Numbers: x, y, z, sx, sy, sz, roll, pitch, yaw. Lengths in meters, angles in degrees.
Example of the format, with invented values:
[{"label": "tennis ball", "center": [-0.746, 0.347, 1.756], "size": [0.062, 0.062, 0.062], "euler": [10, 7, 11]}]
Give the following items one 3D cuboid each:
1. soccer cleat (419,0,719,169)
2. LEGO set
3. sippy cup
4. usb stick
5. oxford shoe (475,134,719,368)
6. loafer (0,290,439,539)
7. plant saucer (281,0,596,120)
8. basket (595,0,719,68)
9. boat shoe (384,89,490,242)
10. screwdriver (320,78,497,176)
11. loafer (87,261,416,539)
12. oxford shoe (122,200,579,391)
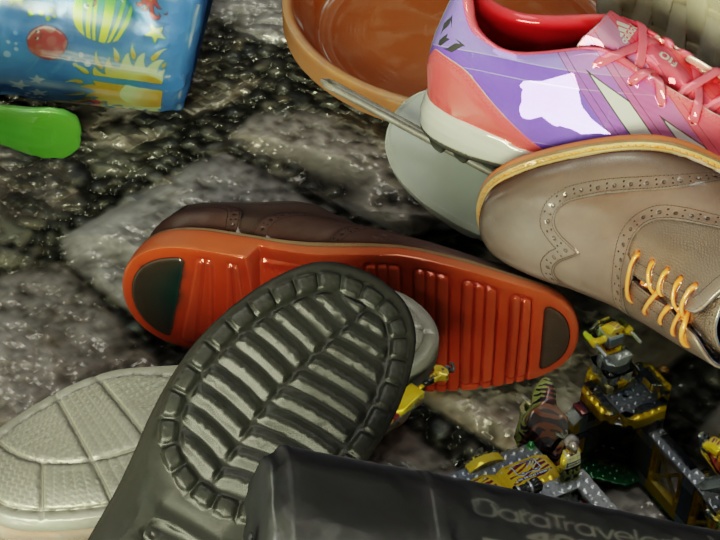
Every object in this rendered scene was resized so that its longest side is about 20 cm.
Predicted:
[{"label": "soccer cleat", "center": [0.124, -0.070, 0.823], "size": [0.199, 0.074, 0.068], "euler": [14, 31, 12]}, {"label": "LEGO set", "center": [0.074, 0.077, 0.726], "size": [0.199, 0.116, 0.154], "euler": [-12, 42, -17]}, {"label": "sippy cup", "center": [-0.140, -0.140, 0.969], "size": [0.130, 0.179, 0.140], "euler": [14, -4, -3]}, {"label": "usb stick", "center": [0.059, 0.095, 0.619], "size": [0.199, 0.033, 0.056], "euler": [12, 37, -16]}, {"label": "oxford shoe", "center": [0.130, -0.004, 0.768], "size": [0.199, 0.072, 0.073], "euler": [9, 33, 27]}, {"label": "loafer", "center": [-0.057, 0.071, 0.776], "size": [0.199, 0.063, 0.072], "euler": [-21, 51, -21]}, {"label": "plant saucer", "center": [0.057, -0.132, 1.037], "size": [0.199, 0.032, 0.201], "euler": [2, 40, -2]}, {"label": "basket", "center": [0.227, -0.116, 0.902], "size": [0.198, 0.201, 0.161], "euler": [32, 50, 30]}, {"label": "boat shoe", "center": [0.104, -0.024, 0.892], "size": [0.199, 0.064, 0.071], "euler": [23, 76, 14]}, {"label": "screwdriver", "center": [0.065, -0.039, 0.861], "size": [0.199, 0.029, 0.028], "euler": [28, 78, 23]}, {"label": "loafer", "center": [-0.055, 0.082, 0.696], "size": [0.073, 0.071, 0.200], "euler": [38, 79, 2]}, {"label": "oxford shoe", "center": [0.000, 0.000, 0.852], "size": [0.199, 0.072, 0.073], "euler": [10, 35, 9]}]
